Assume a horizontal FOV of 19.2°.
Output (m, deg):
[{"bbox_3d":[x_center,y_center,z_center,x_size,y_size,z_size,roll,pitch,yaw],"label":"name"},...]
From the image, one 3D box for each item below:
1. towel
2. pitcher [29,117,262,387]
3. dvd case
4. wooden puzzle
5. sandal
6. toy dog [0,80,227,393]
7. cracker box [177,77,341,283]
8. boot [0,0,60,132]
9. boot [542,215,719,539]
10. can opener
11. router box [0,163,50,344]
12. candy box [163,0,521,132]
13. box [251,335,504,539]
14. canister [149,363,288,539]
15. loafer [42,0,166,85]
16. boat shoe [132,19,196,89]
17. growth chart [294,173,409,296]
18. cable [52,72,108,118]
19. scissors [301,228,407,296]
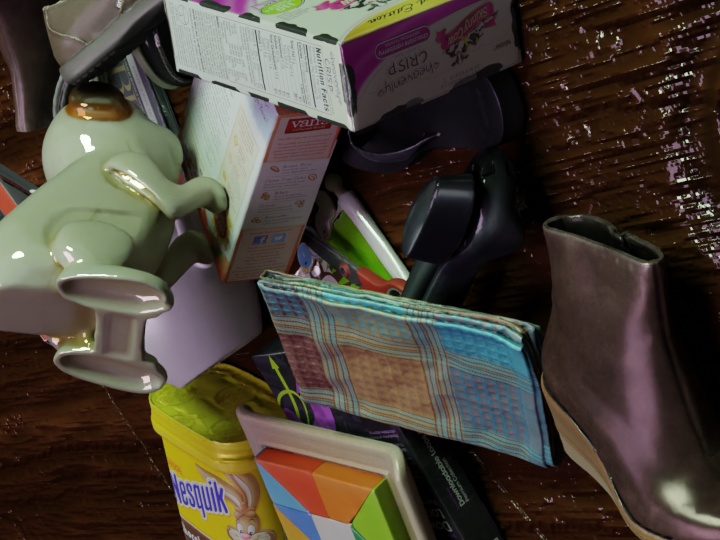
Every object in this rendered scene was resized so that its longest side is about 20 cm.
[{"bbox_3d":[0.035,0.067,1.420,0.200,0.022,0.147,11,144,24],"label":"towel"},{"bbox_3d":[-0.156,-0.018,1.668,0.200,0.121,0.172,56,149,1],"label":"pitcher"},{"bbox_3d":[-0.203,-0.107,1.795,0.200,0.016,0.149,-8,104,58],"label":"dvd case"},{"bbox_3d":[-0.009,0.196,1.590,0.200,0.037,0.185,13,132,49],"label":"wooden puzzle"},{"bbox_3d":[0.031,-0.104,1.399,0.200,0.043,0.076,-10,103,59],"label":"sandal"},{"bbox_3d":[-0.192,-0.035,1.528,0.193,0.200,0.140,6,142,7],"label":"toy dog"},{"bbox_3d":[-0.074,-0.103,1.519,0.200,0.058,0.134,112,145,-52],"label":"cracker box"},{"bbox_3d":[-0.262,-0.189,1.655,0.072,0.200,0.167,8,106,28],"label":"boot"},{"bbox_3d":[0.174,0.070,1.252,0.200,0.072,0.167,32,137,48],"label":"boot"},{"bbox_3d":[0.056,-0.009,1.387,0.200,0.078,0.064,111,166,-54],"label":"can opener"},{"bbox_3d":[-0.253,0.003,1.811,0.180,0.049,0.200,52,-175,24],"label":"router box"},{"bbox_3d":[-0.014,-0.155,1.342,0.200,0.136,0.061,23,130,49],"label":"candy box"},{"bbox_3d":[0.013,0.134,1.567,0.143,0.036,0.200,-12,113,57],"label":"box"},{"bbox_3d":[-0.097,0.195,1.777,0.148,0.086,0.200,24,132,50],"label":"canister"},{"bbox_3d":[-0.151,-0.211,1.486,0.200,0.073,0.071,-37,91,18],"label":"loafer"},{"bbox_3d":[-0.138,-0.229,1.541,0.068,0.072,0.201,9,109,44],"label":"boat shoe"},{"bbox_3d":[-0.008,0.032,1.584,0.145,0.018,0.200,49,144,25],"label":"growth chart"},{"bbox_3d":[-0.206,-0.197,1.630,0.097,0.050,0.200,33,108,12],"label":"cable"},{"bbox_3d":[0.000,0.000,1.525,0.200,0.014,0.073,50,149,28],"label":"scissors"}]
